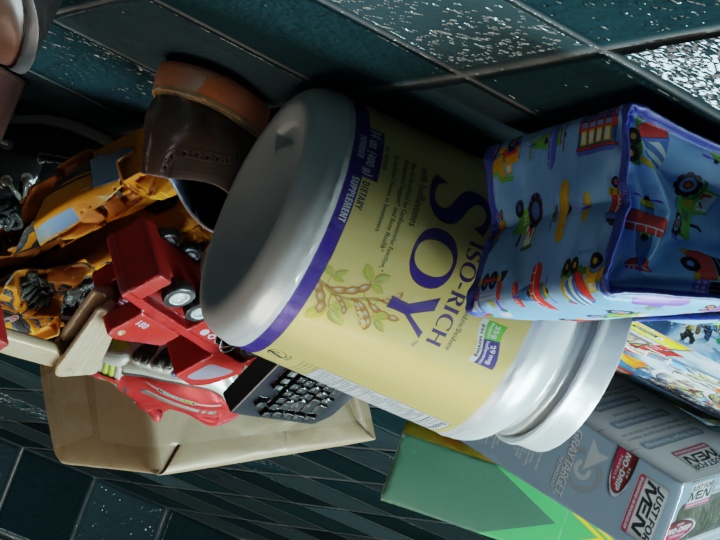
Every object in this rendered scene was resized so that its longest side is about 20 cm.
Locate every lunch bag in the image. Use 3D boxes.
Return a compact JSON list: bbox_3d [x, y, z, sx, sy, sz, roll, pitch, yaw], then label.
[{"bbox_3d":[0.176,-0.010,1.267,0.200,0.094,0.151,11,171,-22],"label":"lunch bag"}]

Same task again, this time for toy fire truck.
[{"bbox_3d":[-0.156,0.031,1.579,0.141,0.049,0.200,-27,148,17],"label":"toy fire truck"}]

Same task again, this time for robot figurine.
[{"bbox_3d":[-0.175,-0.017,1.598,0.200,0.058,0.145,-28,146,19],"label":"robot figurine"}]

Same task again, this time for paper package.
[{"bbox_3d":[-0.114,0.086,1.915,0.191,0.104,0.200,-8,-179,-27],"label":"paper package"}]

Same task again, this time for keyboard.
[{"bbox_3d":[-0.020,0.032,1.538,0.127,0.021,0.200,15,138,-30],"label":"keyboard"}]

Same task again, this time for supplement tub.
[{"bbox_3d":[0.031,0.004,1.369,0.200,0.145,0.145,23,168,-17],"label":"supplement tub"}]

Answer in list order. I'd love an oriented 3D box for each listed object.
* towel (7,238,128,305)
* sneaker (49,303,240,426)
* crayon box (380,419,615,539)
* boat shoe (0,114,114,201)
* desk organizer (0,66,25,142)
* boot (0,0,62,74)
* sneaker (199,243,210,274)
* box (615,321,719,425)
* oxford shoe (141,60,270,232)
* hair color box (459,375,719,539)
[{"bbox_3d":[-0.160,-0.006,1.764,0.200,0.023,0.145,13,-159,32],"label":"towel"},{"bbox_3d":[-0.157,0.063,1.754,0.200,0.077,0.085,18,141,43],"label":"sneaker"},{"bbox_3d":[0.120,0.123,1.735,0.172,0.058,0.200,20,-158,6],"label":"crayon box"},{"bbox_3d":[-0.233,-0.068,1.638,0.200,0.060,0.074,20,141,2],"label":"boat shoe"},{"bbox_3d":[-0.299,-0.120,1.517,0.072,0.077,0.200,8,163,45],"label":"desk organizer"},{"bbox_3d":[-0.234,-0.171,1.208,0.200,0.069,0.188,21,168,-1],"label":"boot"},{"bbox_3d":[0.000,0.000,1.573,0.200,0.075,0.087,7,148,-23],"label":"sneaker"},{"bbox_3d":[0.190,0.044,1.545,0.200,0.038,0.137,27,167,-29],"label":"box"},{"bbox_3d":[-0.065,-0.048,1.465,0.071,0.073,0.200,11,165,36],"label":"oxford shoe"},{"bbox_3d":[0.143,0.104,1.633,0.200,0.061,0.099,31,-156,32],"label":"hair color box"}]
